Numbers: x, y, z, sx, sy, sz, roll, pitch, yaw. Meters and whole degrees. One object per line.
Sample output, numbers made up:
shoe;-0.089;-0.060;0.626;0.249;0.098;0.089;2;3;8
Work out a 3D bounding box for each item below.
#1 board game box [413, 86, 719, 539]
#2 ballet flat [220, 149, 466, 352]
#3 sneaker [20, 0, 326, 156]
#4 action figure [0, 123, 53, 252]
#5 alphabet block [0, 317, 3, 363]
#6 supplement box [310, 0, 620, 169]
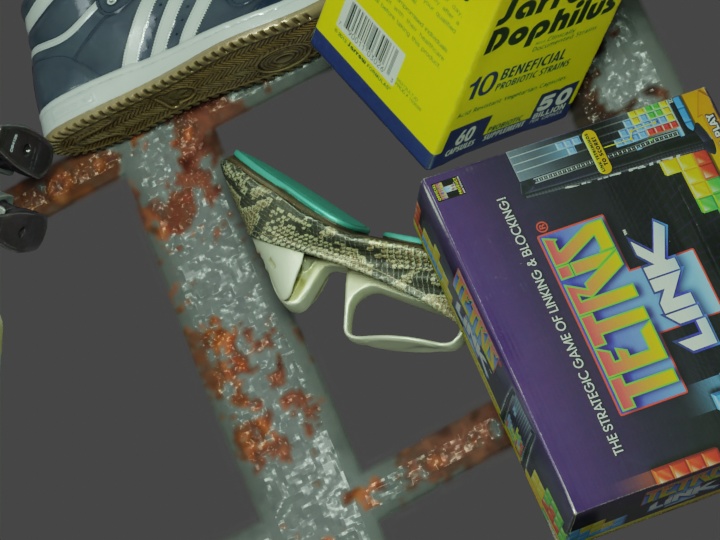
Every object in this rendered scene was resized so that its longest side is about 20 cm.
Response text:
board game box;0.141;0.022;1.475;0.165;0.057;0.200;-18;67;-14
ballet flat;0.000;0.000;1.557;0.200;0.068;0.075;22;91;19
sneaker;-0.104;-0.151;1.630;0.200;0.070;0.109;-23;70;14
action figure;-0.269;-0.073;1.658;0.200;0.069;0.130;17;98;30
alphabet block;-0.325;0.089;1.561;0.195;0.200;0.197;-4;73;18
supplement box;0.070;-0.168;1.497;0.109;0.200;0.110;-23;60;-36
